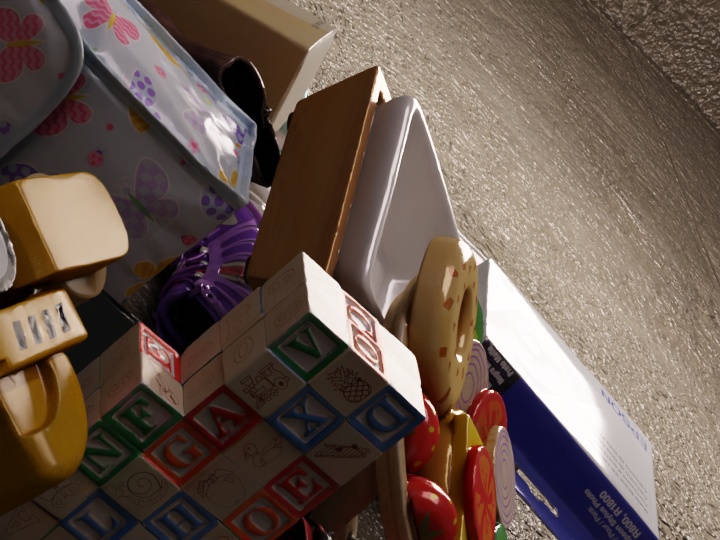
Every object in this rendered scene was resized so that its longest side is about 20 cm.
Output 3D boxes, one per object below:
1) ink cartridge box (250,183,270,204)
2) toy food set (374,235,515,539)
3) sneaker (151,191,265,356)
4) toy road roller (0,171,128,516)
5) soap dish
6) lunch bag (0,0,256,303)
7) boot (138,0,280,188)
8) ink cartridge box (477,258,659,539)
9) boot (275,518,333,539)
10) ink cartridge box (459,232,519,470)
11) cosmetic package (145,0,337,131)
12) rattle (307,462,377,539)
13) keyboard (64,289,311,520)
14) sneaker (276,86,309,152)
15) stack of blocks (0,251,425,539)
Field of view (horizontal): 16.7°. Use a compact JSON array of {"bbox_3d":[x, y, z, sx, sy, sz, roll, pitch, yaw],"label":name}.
[{"bbox_3d":[-0.032,0.025,1.649,0.144,0.084,0.201,21,34,-58],"label":"ink cartridge box"},{"bbox_3d":[0.051,0.095,1.401,0.198,0.048,0.201,62,28,-58],"label":"toy food set"},{"bbox_3d":[-0.093,0.012,1.535,0.083,0.081,0.201,29,30,-36],"label":"sneaker"},{"bbox_3d":[-0.185,0.042,1.189,0.147,0.122,0.200,64,22,1],"label":"toy road roller"},{"bbox_3d":[0.000,0.000,1.468,0.200,0.081,0.158,68,30,-53],"label":"soap dish"},{"bbox_3d":[-0.183,-0.075,1.340,0.200,0.169,0.127,47,20,-19],"label":"lunch bag"},{"bbox_3d":[-0.116,-0.077,1.493,0.166,0.072,0.201,28,-32,34],"label":"boot"},{"bbox_3d":[0.134,0.107,1.698,0.200,0.041,0.200,48,19,-16],"label":"ink cartridge box"},{"bbox_3d":[0.003,0.192,1.362,0.145,0.072,0.200,68,21,2],"label":"boot"},{"bbox_3d":[0.064,0.055,1.826,0.145,0.083,0.200,45,18,-19],"label":"ink cartridge box"},{"bbox_3d":[-0.122,-0.168,1.578,0.199,0.071,0.105,30,16,1],"label":"cosmetic package"},{"bbox_3d":[-0.048,0.143,1.402,0.143,0.129,0.201,-52,128,-62],"label":"rattle"},{"bbox_3d":[-0.115,0.102,1.320,0.200,0.039,0.104,45,57,-24],"label":"keyboard"},{"bbox_3d":[-0.130,-0.115,1.714,0.200,0.139,0.078,175,-87,-69],"label":"sneaker"},{"bbox_3d":[-0.080,0.083,1.217,0.115,0.200,0.059,42,19,-25],"label":"stack of blocks"}]
